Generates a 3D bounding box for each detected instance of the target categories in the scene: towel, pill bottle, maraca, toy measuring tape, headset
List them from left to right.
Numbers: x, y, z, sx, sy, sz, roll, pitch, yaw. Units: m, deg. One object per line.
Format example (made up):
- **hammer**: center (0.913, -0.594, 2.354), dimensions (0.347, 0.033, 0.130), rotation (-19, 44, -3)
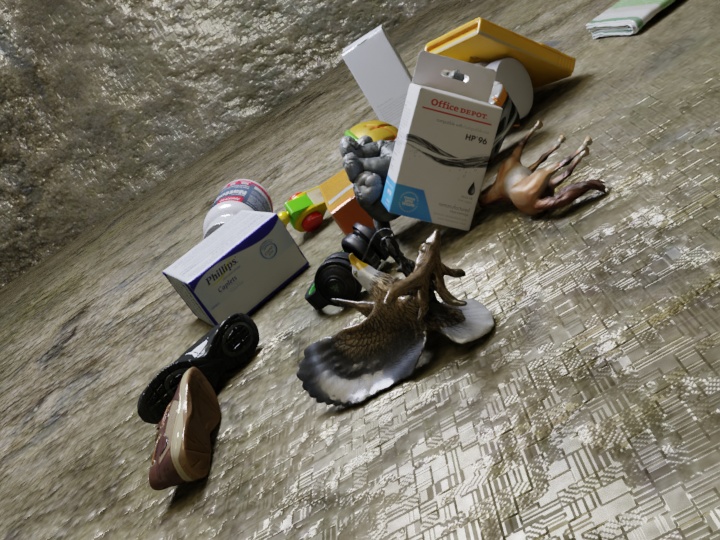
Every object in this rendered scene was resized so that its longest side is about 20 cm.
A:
- **pill bottle**: center (-0.240, -0.089, 1.587), dimensions (0.118, 0.121, 0.201), rotation (-28, 21, 15)
- **toy measuring tape**: center (-0.070, -0.118, 1.485), dimensions (0.198, 0.075, 0.073), rotation (-26, 14, -29)
- **headset**: center (0.000, 0.000, 1.100), dimensions (0.124, 0.094, 0.199), rotation (-51, 10, -31)
- **maraca**: center (0.036, -0.185, 1.356), dimensions (0.108, 0.135, 0.200), rotation (-59, 23, 13)
- **pill bottle**: center (0.178, -0.272, 1.344), dimensions (0.198, 0.115, 0.114), rotation (-8, 31, 50)
- **towel**: center (0.501, -0.460, 1.399), dimensions (0.198, 0.031, 0.149), rotation (-35, 22, -6)

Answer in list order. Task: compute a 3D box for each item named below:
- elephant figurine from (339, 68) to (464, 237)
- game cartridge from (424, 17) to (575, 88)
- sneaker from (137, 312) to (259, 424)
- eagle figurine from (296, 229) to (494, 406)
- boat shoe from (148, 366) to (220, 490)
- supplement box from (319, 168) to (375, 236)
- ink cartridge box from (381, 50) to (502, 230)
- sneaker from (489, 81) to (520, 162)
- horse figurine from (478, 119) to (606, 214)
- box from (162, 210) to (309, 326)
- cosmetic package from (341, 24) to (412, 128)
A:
- **elephant figurine**: center (0.081, -0.158, 1.143), dimensions (0.197, 0.144, 0.155), rotation (-23, -12, 8)
- **game cartridge**: center (0.226, -0.345, 1.334), dimensions (0.175, 0.196, 0.033), rotation (1, 80, 65)
- **sneaker**: center (-0.225, 0.140, 1.124), dimensions (0.199, 0.077, 0.090), rotation (-39, 9, -33)
- **eagle figurine**: center (0.030, 0.047, 0.872), dimensions (0.149, 0.153, 0.201), rotation (0, -36, -30)
- **boat shoe**: center (-0.217, 0.189, 0.982), dimensions (0.071, 0.073, 0.201), rotation (-29, 26, 8)
- **supplement box**: center (-0.018, -0.111, 1.353), dimensions (0.068, 0.067, 0.200), rotation (-38, 20, 3)
- **ink cartridge box**: center (0.107, -0.167, 1.053), dimensions (0.068, 0.113, 0.204), rotation (-114, 36, -72)
- **sneaker**: center (0.164, -0.179, 1.220), dimensions (0.201, 0.077, 0.079), rotation (-50, 36, 11)
- **horse figurine**: center (0.215, -0.114, 1.002), dimensions (0.133, 0.050, 0.200), rotation (-46, 25, 4)
- **box**: center (-0.211, -0.004, 1.363), dimensions (0.183, 0.106, 0.199), rotation (-40, 19, -16)
- **cosmetic package**: center (0.054, -0.385, 1.674), dimensions (0.100, 0.202, 0.074), rotation (-27, 20, 13)
